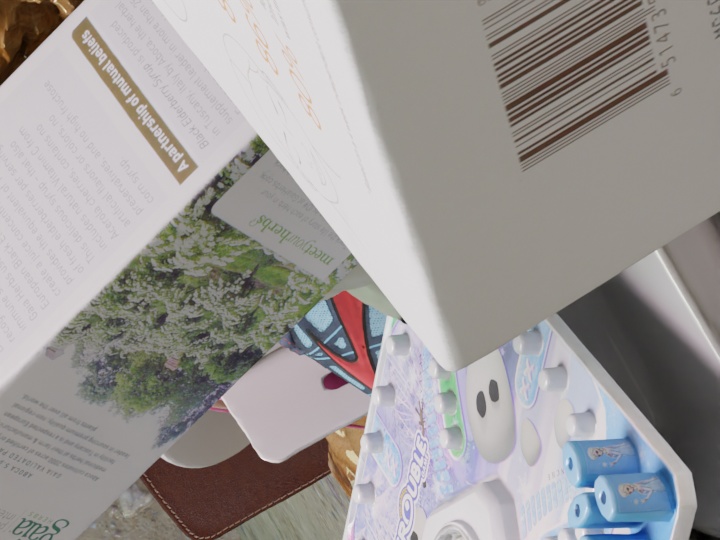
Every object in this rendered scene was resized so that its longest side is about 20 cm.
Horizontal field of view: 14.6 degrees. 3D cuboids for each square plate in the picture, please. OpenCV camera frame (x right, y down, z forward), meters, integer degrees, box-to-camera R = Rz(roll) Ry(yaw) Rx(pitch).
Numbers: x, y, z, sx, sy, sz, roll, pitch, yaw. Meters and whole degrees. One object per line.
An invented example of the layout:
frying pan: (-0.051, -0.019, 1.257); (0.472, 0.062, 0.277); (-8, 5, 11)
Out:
square plate: (0.072, -0.010, 0.820); (0.200, 0.028, 0.198); (60, 172, -6)

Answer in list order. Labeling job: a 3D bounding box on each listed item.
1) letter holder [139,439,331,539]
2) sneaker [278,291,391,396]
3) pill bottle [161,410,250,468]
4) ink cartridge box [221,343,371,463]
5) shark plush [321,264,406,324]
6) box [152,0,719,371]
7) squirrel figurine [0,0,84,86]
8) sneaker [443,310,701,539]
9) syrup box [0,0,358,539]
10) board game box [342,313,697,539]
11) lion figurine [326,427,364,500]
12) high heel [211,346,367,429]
letter holder: (-0.081, 0.018, 1.398); (0.101, 0.142, 0.200); (48, 166, 51)
sneaker: (0.000, 0.000, 0.997); (0.079, 0.095, 0.200); (-88, -21, -60)
pill bottle: (-0.122, 0.005, 1.208); (0.200, 0.112, 0.112); (31, 155, 37)
ink cartridge box: (-0.041, -0.036, 1.075); (0.200, 0.115, 0.068); (53, 165, 34)
shark plush: (-0.036, -0.049, 0.874); (0.200, 0.091, 0.083); (40, 121, 47)
box: (0.000, -0.107, 0.638); (0.200, 0.106, 0.152); (52, 169, 37)
squirrel figurine: (-0.121, -0.120, 0.788); (0.141, 0.187, 0.200); (3, 116, 41)
sneaker: (0.084, 0.091, 0.979); (0.200, 0.075, 0.089); (61, -177, -17)
syrup box: (-0.064, -0.013, 0.779); (0.081, 0.200, 0.079); (53, -168, 34)
board game box: (0.031, 0.101, 0.889); (0.200, 0.026, 0.200); (-128, 42, -54)
lion figurine: (0.018, 0.053, 1.201); (0.123, 0.072, 0.200); (53, 167, 16)
high heel: (0.015, 0.069, 1.081); (0.200, 0.096, 0.067); (41, 167, 11)
